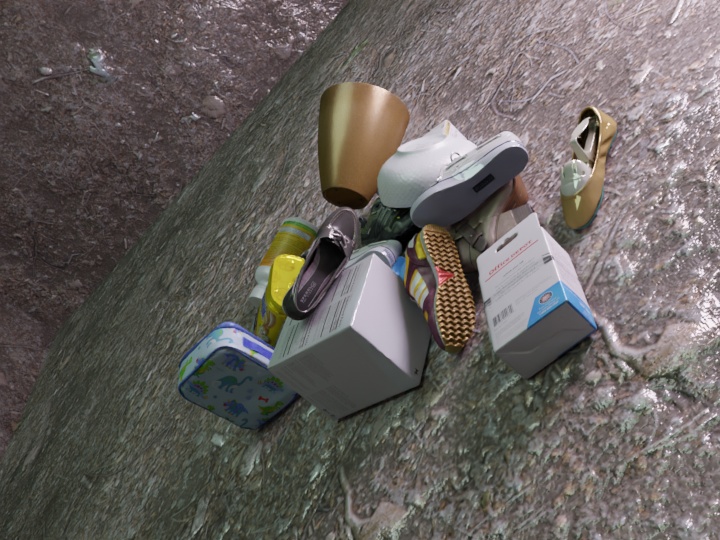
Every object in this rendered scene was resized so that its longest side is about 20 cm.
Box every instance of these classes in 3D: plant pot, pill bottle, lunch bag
[{"bbox_3d":[-0.009,-0.230,1.556,0.185,0.185,0.203,-16,57,53],"label":"plant pot"},{"bbox_3d":[-0.160,-0.004,1.713,0.110,0.111,0.202,-11,46,56],"label":"pill bottle"},{"bbox_3d":[-0.215,0.192,1.433,0.161,0.199,0.083,-42,32,23],"label":"lunch bag"}]

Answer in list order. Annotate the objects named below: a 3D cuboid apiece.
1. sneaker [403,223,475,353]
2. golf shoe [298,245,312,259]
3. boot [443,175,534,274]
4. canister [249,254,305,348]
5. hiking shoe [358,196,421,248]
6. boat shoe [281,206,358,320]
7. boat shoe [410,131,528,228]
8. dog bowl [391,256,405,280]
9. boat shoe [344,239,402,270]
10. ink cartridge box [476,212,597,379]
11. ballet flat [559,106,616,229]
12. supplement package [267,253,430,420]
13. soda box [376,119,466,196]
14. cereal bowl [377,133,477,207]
[{"bbox_3d":[0.112,0.037,1.183,0.090,0.074,0.203,-45,45,51],"label":"sneaker"},{"bbox_3d":[-0.066,-0.031,1.581,0.200,0.078,0.094,-48,0,13],"label":"golf shoe"},{"bbox_3d":[0.191,-0.089,1.228,0.145,0.070,0.202,-28,41,20],"label":"boot"},{"bbox_3d":[-0.157,0.094,1.520,0.150,0.085,0.202,-93,22,-50],"label":"canister"},{"bbox_3d":[0.060,-0.100,1.445,0.199,0.075,0.102,-31,72,42],"label":"hiking shoe"},{"bbox_3d":[-0.053,-0.012,1.215,0.202,0.066,0.057,-61,13,-15],"label":"boat shoe"},{"bbox_3d":[0.157,-0.146,1.209,0.201,0.074,0.087,-37,34,19],"label":"boat shoe"},{"bbox_3d":[0.126,-0.034,1.319,0.201,0.049,0.111,-57,24,-9],"label":"dog bowl"},{"bbox_3d":[0.000,0.000,1.429,0.198,0.074,0.065,-20,16,43],"label":"boat shoe"},{"bbox_3d":[0.223,0.027,1.035,0.116,0.068,0.201,-40,27,25],"label":"ink cartridge box"},{"bbox_3d":[0.313,-0.150,1.125,0.068,0.063,0.202,-21,39,50],"label":"ballet flat"},{"bbox_3d":[-0.012,0.108,1.239,0.199,0.151,0.152,-30,30,39],"label":"supplement package"},{"bbox_3d":[0.115,-0.208,1.560,0.199,0.063,0.069,-31,31,38],"label":"soda box"},{"bbox_3d":[0.120,-0.185,1.387,0.197,0.085,0.201,-15,19,5],"label":"cereal bowl"}]
